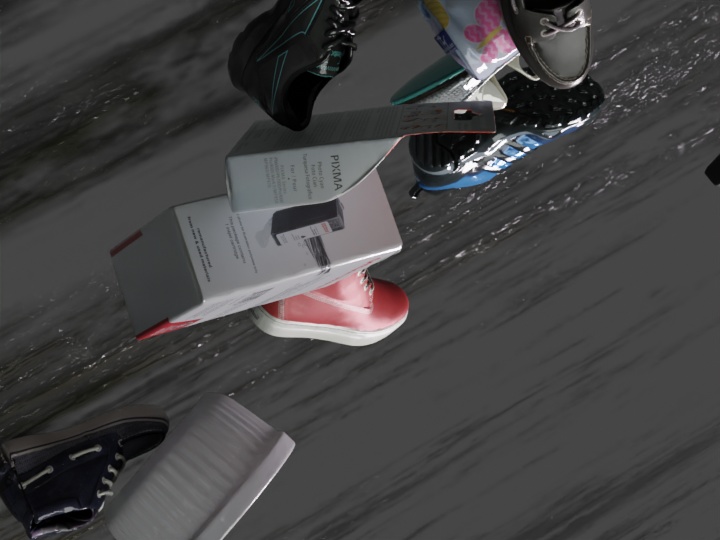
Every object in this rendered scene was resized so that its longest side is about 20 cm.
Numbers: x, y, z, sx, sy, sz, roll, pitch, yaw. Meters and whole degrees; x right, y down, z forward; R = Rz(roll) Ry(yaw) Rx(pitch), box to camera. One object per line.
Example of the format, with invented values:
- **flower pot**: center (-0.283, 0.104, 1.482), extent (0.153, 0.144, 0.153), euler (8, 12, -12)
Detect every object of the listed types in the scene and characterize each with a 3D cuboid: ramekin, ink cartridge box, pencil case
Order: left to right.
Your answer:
- **ramekin**: center (-0.169, 0.217, 1.440), extent (0.200, 0.105, 0.200), euler (-49, -179, 1)
- **ink cartridge box**: center (-0.087, -0.018, 1.193), extent (0.199, 0.084, 0.144), euler (-15, 174, -33)
- **ink cartridge box**: center (0.005, -0.091, 1.094), extent (0.198, 0.048, 0.160), euler (-4, -166, 5)
- **pencil case**: center (0.141, -0.242, 1.150), extent (0.199, 0.091, 0.083), euler (-36, 179, 5)

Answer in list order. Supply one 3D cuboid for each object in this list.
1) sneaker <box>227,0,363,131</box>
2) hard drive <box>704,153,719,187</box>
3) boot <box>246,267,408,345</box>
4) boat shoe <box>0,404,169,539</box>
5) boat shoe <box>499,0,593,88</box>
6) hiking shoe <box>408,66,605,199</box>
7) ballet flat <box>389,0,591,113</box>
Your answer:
- **sneaker**: center (-0.022, -0.192, 1.048), extent (0.075, 0.079, 0.201), euler (-5, 139, -45)
- **hard drive**: center (0.531, -0.156, 1.792), extent (0.199, 0.033, 0.140), euler (1, 136, -50)
- **boot**: center (0.000, 0.000, 1.397), extent (0.199, 0.073, 0.145), euler (3, 133, -46)
- **boat shoe**: center (-0.259, 0.199, 1.389), extent (0.199, 0.093, 0.075), euler (-14, 146, -37)
- **boat shoe**: center (0.137, -0.228, 1.077), extent (0.066, 0.057, 0.202), euler (-19, 111, -3)
- **hiking shoe**: center (0.134, -0.133, 1.345), extent (0.198, 0.075, 0.087), euler (-19, 158, -9)
- **ballet flat**: center (0.120, -0.180, 1.227), extent (0.200, 0.072, 0.072), euler (-38, 153, 4)
